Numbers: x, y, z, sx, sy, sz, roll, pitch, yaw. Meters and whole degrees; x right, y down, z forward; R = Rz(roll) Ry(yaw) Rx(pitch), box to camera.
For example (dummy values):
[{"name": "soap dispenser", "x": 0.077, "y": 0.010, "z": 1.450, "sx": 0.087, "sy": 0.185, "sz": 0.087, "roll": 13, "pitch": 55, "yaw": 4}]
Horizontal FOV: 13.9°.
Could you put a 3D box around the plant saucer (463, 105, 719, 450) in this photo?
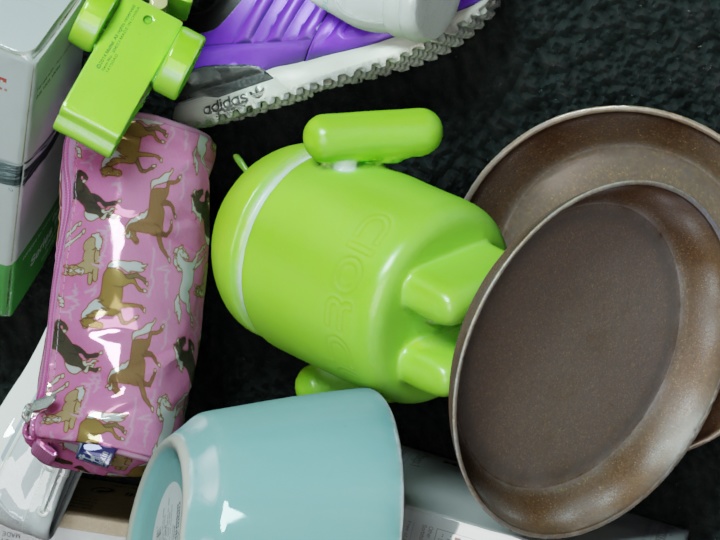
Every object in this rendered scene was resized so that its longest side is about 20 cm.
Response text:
[{"name": "plant saucer", "x": 0.148, "y": 0.005, "z": 1.643, "sx": 0.199, "sy": 0.037, "sz": 0.201, "roll": 2, "pitch": 102, "yaw": 12}]

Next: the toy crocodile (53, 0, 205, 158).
[{"name": "toy crocodile", "x": -0.107, "y": -0.152, "z": 1.590, "sx": 0.067, "sy": 0.062, "sz": 0.201, "roll": 23, "pitch": 74, "yaw": -2}]

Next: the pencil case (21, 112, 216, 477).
[{"name": "pencil case", "x": -0.131, "y": 0.012, "z": 1.612, "sx": 0.082, "sy": 0.086, "sz": 0.201, "roll": 2, "pitch": 79, "yaw": 26}]

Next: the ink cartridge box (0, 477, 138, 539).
[{"name": "ink cartridge box", "x": -0.161, "y": 0.209, "z": 1.730, "sx": 0.199, "sy": 0.075, "sz": 0.166, "roll": 7, "pitch": 102, "yaw": 9}]

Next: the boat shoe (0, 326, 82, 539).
[{"name": "boat shoe", "x": -0.151, "y": 0.059, "z": 1.672, "sx": 0.068, "sy": 0.072, "sz": 0.200, "roll": 29, "pitch": 76, "yaw": 8}]

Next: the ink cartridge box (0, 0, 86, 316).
[{"name": "ink cartridge box", "x": -0.237, "y": -0.090, "z": 1.635, "sx": 0.146, "sy": 0.083, "sz": 0.200, "roll": 21, "pitch": 135, "yaw": 7}]

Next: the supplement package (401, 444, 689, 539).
[{"name": "supplement package", "x": 0.071, "y": 0.184, "z": 1.654, "sx": 0.199, "sy": 0.117, "sz": 0.118, "roll": 16, "pitch": 102, "yaw": 7}]

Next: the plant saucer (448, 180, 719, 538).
[{"name": "plant saucer", "x": 0.118, "y": 0.044, "z": 1.565, "sx": 0.032, "sy": 0.200, "sz": 0.201, "roll": 27, "pitch": 111, "yaw": 48}]

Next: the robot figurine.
[{"name": "robot figurine", "x": 0.000, "y": 0.000, "z": 1.609, "sx": 0.200, "sy": 0.115, "sz": 0.176, "roll": 24, "pitch": 125, "yaw": 39}]

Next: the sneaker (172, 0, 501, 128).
[{"name": "sneaker", "x": -0.025, "y": -0.150, "z": 1.630, "sx": 0.199, "sy": 0.070, "sz": 0.100, "roll": -17, "pitch": 88, "yaw": 11}]

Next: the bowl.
[{"name": "bowl", "x": -0.060, "y": 0.152, "z": 1.535, "sx": 0.105, "sy": 0.201, "sz": 0.202, "roll": 10, "pitch": 105, "yaw": -17}]

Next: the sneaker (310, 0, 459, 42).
[{"name": "sneaker", "x": 0.028, "y": -0.225, "z": 1.583, "sx": 0.088, "sy": 0.075, "sz": 0.201, "roll": 14, "pitch": 77, "yaw": 29}]
